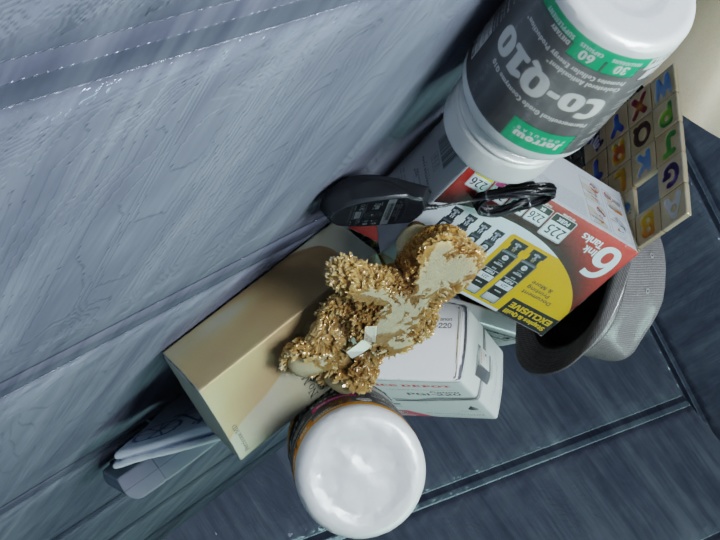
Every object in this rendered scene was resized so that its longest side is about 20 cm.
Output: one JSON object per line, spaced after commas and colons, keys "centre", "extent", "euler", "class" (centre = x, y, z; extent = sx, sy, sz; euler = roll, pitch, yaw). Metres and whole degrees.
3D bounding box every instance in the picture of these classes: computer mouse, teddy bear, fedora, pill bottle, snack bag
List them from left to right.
{"centre": [-0.131, 0.135, 1.412], "extent": [0.187, 0.022, 0.200], "euler": [-18, -171, 15], "class": "snack bag"}
{"centre": [-0.009, 0.163, 1.298], "extent": [0.116, 0.117, 0.200], "euler": [-39, -172, -2], "class": "pill bottle"}
{"centre": [0.016, 0.029, 1.207], "extent": [0.144, 0.067, 0.201], "euler": [12, 126, -30], "class": "teddy bear"}
{"centre": [0.064, -0.064, 1.162], "extent": [0.198, 0.034, 0.059], "euler": [-3, 159, -14], "class": "computer mouse"}
{"centre": [0.140, -0.150, 1.011], "extent": [0.113, 0.113, 0.200], "euler": [-35, 171, -32], "class": "pill bottle"}
{"centre": [0.234, 0.017, 1.389], "extent": [0.177, 0.090, 0.202], "euler": [-28, -132, 58], "class": "fedora"}

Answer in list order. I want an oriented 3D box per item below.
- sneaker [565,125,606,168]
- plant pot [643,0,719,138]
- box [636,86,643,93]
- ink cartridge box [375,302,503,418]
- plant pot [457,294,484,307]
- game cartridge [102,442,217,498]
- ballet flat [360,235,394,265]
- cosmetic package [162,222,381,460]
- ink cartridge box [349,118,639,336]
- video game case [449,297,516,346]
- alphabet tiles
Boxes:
{"centre": [0.239, -0.155, 1.438], "extent": [0.083, 0.071, 0.201], "euler": [-50, 151, -40], "class": "sneaker"}
{"centre": [0.411, -0.268, 1.555], "extent": [0.201, 0.187, 0.187], "euler": [-57, 167, 21], "class": "plant pot"}
{"centre": [0.266, -0.154, 1.788], "extent": [0.199, 0.086, 0.164], "euler": [-38, 174, -12], "class": "box"}
{"centre": [0.063, 0.098, 1.518], "extent": [0.144, 0.086, 0.200], "euler": [0, 162, 17], "class": "ink cartridge box"}
{"centre": [0.153, -0.043, 1.546], "extent": [0.200, 0.201, 0.183], "euler": [-42, 157, 21], "class": "plant pot"}
{"centre": [-0.184, 0.173, 1.543], "extent": [0.199, 0.042, 0.133], "euler": [-37, -166, -17], "class": "game cartridge"}
{"centre": [0.000, 0.000, 1.420], "extent": [0.072, 0.072, 0.200], "euler": [-42, 173, 24], "class": "ballet flat"}
{"centre": [-0.064, 0.061, 1.268], "extent": [0.199, 0.071, 0.106], "euler": [-39, 133, -13], "class": "cosmetic package"}
{"centre": [0.115, -0.030, 1.281], "extent": [0.176, 0.199, 0.084], "euler": [-45, -146, 31], "class": "ink cartridge box"}
{"centre": [0.060, 0.056, 1.570], "extent": [0.198, 0.023, 0.181], "euler": [17, 161, -33], "class": "video game case"}
{"centre": [0.234, -0.075, 1.336], "extent": [0.200, 0.007, 0.169], "euler": [-41, -142, 47], "class": "alphabet tiles"}
